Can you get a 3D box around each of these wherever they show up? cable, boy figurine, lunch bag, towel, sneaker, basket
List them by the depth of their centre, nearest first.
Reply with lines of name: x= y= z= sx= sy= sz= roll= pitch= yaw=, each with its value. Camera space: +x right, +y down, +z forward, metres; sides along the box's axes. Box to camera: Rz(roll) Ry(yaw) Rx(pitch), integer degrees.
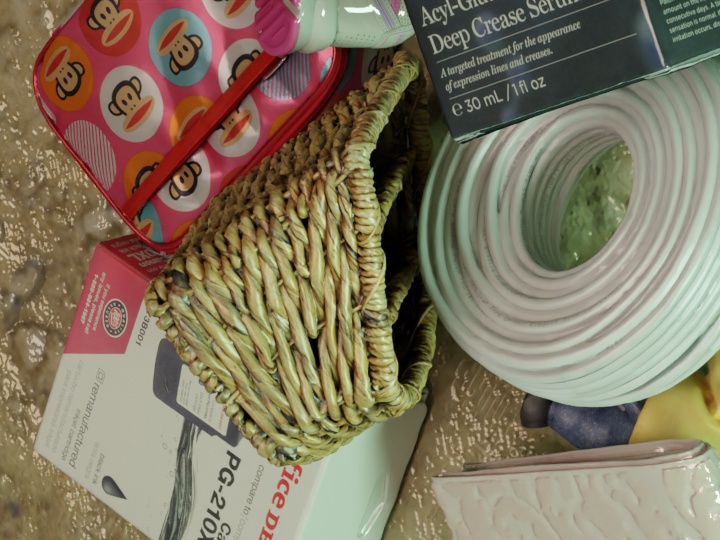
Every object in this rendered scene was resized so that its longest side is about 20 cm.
cable: x=0.121 y=-0.032 z=1.517 sx=0.200 sy=0.069 sz=0.200 roll=-56 pitch=44 yaw=9
boy figurine: x=0.178 y=0.085 z=1.539 sx=0.200 sy=0.064 sz=0.125 roll=27 pitch=113 yaw=31
basket: x=0.000 y=0.000 z=1.557 sx=0.149 sy=0.200 sz=0.143 roll=-36 pitch=98 yaw=17
towel: x=0.142 y=0.183 z=1.561 sx=0.191 sy=0.032 sz=0.201 roll=-7 pitch=111 yaw=47
sneaker: x=-0.001 y=-0.200 z=1.601 sx=0.081 sy=0.088 sz=0.201 roll=146 pitch=132 yaw=-63
lunch bag: x=-0.077 y=-0.108 z=1.696 sx=0.200 sy=0.082 sz=0.176 roll=-45 pitch=75 yaw=32

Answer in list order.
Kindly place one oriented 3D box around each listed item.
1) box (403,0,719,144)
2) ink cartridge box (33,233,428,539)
box: x=0.093 y=-0.181 z=1.410 sx=0.148 sy=0.107 sz=0.201 roll=-17 pitch=93 yaw=48
ink cartridge box: x=-0.076 y=0.087 z=1.724 sx=0.200 sy=0.084 sz=0.145 roll=34 pitch=118 yaw=29
